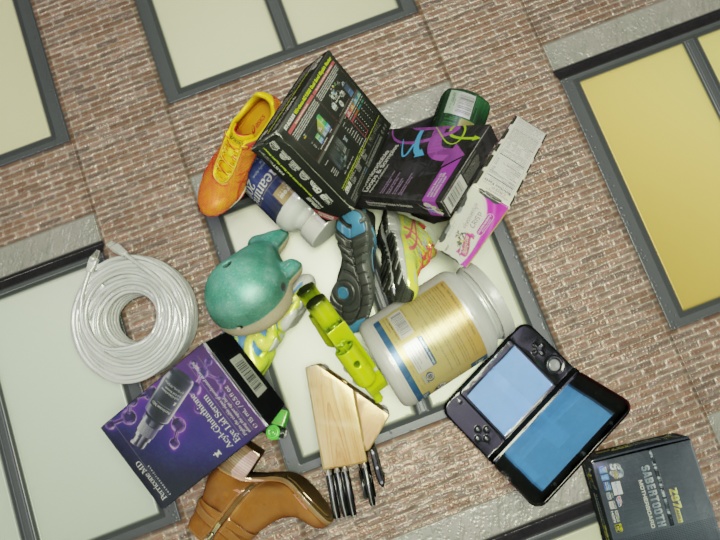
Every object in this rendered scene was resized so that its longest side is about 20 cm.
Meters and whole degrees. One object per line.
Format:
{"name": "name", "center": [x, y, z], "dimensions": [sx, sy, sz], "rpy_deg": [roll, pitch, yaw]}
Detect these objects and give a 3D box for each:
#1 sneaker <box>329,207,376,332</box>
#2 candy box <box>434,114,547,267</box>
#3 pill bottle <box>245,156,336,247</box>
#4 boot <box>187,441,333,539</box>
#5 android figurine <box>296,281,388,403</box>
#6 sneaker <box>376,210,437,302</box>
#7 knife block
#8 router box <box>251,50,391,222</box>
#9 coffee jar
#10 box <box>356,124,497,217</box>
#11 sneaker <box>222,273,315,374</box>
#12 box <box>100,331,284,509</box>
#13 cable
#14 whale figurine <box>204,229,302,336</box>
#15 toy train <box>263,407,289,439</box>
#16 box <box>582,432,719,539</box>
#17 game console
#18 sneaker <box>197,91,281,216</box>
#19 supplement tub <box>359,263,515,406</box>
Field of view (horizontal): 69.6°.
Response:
{"name": "sneaker", "center": [0.000, 0.000, 0.830], "dimensions": [0.072, 0.082, 0.202], "rpy_deg": [10, 105, 19]}
{"name": "candy box", "center": [0.194, -0.119, 0.768], "dimensions": [0.061, 0.137, 0.200], "rpy_deg": [32, 53, 6]}
{"name": "pill bottle", "center": [-0.118, -0.135, 0.833], "dimensions": [0.200, 0.111, 0.111], "rpy_deg": [45, 86, 7]}
{"name": "boot", "center": [-0.154, 0.372, 0.781], "dimensions": [0.199, 0.077, 0.156], "rpy_deg": [31, 83, 8]}
{"name": "android figurine", "center": [-0.024, 0.112, 0.764], "dimensions": [0.041, 0.182, 0.201], "rpy_deg": [-35, 114, -9]}
{"name": "sneaker", "center": [0.078, -0.026, 0.792], "dimensions": [0.089, 0.079, 0.201], "rpy_deg": [11, 39, -11]}
{"name": "knife block", "center": [-0.040, 0.266, 0.800], "dimensions": [0.199, 0.064, 0.176], "rpy_deg": [33, 84, 6]}
{"name": "router box", "center": [-0.048, -0.193, 0.744], "dimensions": [0.150, 0.062, 0.201], "rpy_deg": [44, 49, -28]}
{"name": "coffee jar", "center": [0.138, -0.179, 0.836], "dimensions": [0.085, 0.104, 0.202], "rpy_deg": [20, 84, 3]}
{"name": "box", "center": [0.078, -0.147, 0.746], "dimensions": [0.199, 0.036, 0.144], "rpy_deg": [11, 61, 47]}
{"name": "sneaker", "center": [-0.158, 0.074, 0.825], "dimensions": [0.105, 0.076, 0.201], "rpy_deg": [33, 85, 6]}
{"name": "box", "center": [-0.236, 0.210, 0.749], "dimensions": [0.200, 0.104, 0.148], "rpy_deg": [-40, 89, 5]}
{"name": "cable", "center": [-0.364, 0.077, 0.835], "dimensions": [0.198, 0.069, 0.202], "rpy_deg": [24, 84, 4]}
{"name": "whale figurine", "center": [-0.166, 0.000, 0.785], "dimensions": [0.158, 0.104, 0.201], "rpy_deg": [-13, 43, 20]}
{"name": "toy train", "center": [-0.207, 0.218, 0.826], "dimensions": [0.198, 0.042, 0.057], "rpy_deg": [17, 73, 4]}
{"name": "box", "center": [0.439, 0.364, 0.778], "dimensions": [0.156, 0.051, 0.202], "rpy_deg": [-12, 82, -1]}
{"name": "game console", "center": [0.253, 0.203, 0.772], "dimensions": [0.200, 0.119, 0.172], "rpy_deg": [-44, 83, -5]}
{"name": "sneaker", "center": [-0.185, -0.171, 0.751], "dimensions": [0.073, 0.077, 0.201], "rpy_deg": [31, 96, 7]}
{"name": "supplement tub", "center": [0.113, 0.093, 0.778], "dimensions": [0.199, 0.145, 0.145], "rpy_deg": [-31, 82, -2]}
